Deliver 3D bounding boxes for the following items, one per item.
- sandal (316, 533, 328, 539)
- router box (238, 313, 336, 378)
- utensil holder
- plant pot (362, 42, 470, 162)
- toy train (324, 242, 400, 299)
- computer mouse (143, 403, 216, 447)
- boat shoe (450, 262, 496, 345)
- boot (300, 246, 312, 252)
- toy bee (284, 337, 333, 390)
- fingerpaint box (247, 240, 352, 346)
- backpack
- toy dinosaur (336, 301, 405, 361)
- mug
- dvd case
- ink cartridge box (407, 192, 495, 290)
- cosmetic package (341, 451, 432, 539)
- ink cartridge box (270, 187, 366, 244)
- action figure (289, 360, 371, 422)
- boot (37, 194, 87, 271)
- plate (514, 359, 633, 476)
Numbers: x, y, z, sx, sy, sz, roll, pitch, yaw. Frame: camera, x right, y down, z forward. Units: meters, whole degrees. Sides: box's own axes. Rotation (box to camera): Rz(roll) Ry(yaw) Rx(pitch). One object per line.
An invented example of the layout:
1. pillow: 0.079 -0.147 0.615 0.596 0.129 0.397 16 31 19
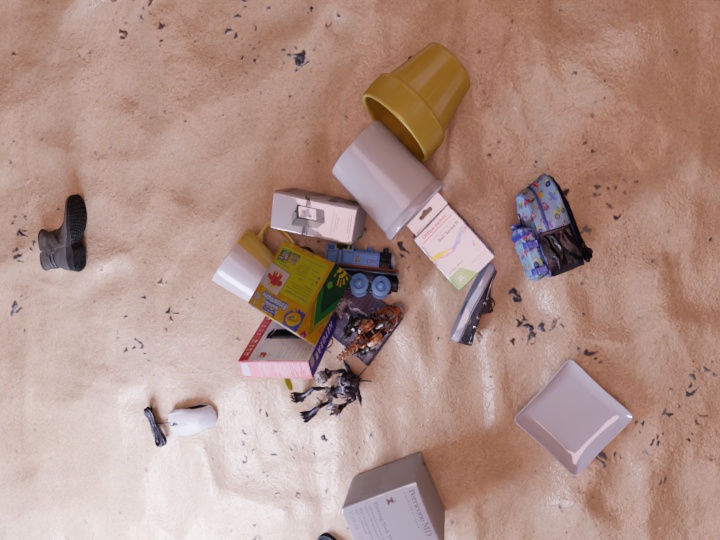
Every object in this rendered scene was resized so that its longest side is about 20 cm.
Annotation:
1. sandal: -0.036 0.758 1.639 0.197 0.048 0.077 32 102 5
2. router box: -0.165 0.167 1.494 0.174 0.202 0.050 -3 120 17
3. utensil holder: 0.058 -0.200 1.409 0.170 0.170 0.200 -44 88 13
4. plant pot: 0.133 -0.373 1.385 0.201 0.201 0.189 44 87 2
5. toy train: 0.000 0.000 1.501 0.193 0.087 0.118 5 81 2
6. computer mouse: -0.471 0.395 1.673 0.194 0.044 0.113 -14 94 12
7. boat shoe: 0.275 0.083 1.477 0.065 0.070 0.205 23 102 -1
8. boot: -0.119 0.028 1.500 0.075 0.072 0.206 -32 50 45
9. toy bee: -0.160 0.234 1.557 0.193 0.133 0.110 3 138 13
10. fingerpaint box: -0.135 0.046 1.407 0.197 0.073 0.170 21 78 46
11. backpack: 0.390 -0.094 1.371 0.131 0.183 0.206 -21 91 6
12. toy dinosaur: 0.017 0.138 1.477 0.195 0.135 0.105 -12 79 -30
13. mug: -0.242 -0.005 1.527 0.152 0.150 0.188 37 110 -5
14. dvd case: -0.014 0.113 1.561 0.198 0.016 0.150 38 103 3
15. ink cartridge box: 0.201 -0.070 1.468 0.117 0.067 0.200 -44 88 14
16. cosmetic package: 0.083 0.573 1.531 0.195 0.166 0.172 -23 93 12
17. ink cartridge box: -0.093 -0.128 1.476 0.194 0.145 0.087 12 102 9
18. action figure: -0.071 0.299 1.556 0.196 0.102 0.122 -29 82 15
19. boot: -0.781 -0.097 1.655 0.126 0.068 0.207 6 98 16
20. plate: 0.492 0.339 1.489 0.199 0.032 0.201 41 104 3
